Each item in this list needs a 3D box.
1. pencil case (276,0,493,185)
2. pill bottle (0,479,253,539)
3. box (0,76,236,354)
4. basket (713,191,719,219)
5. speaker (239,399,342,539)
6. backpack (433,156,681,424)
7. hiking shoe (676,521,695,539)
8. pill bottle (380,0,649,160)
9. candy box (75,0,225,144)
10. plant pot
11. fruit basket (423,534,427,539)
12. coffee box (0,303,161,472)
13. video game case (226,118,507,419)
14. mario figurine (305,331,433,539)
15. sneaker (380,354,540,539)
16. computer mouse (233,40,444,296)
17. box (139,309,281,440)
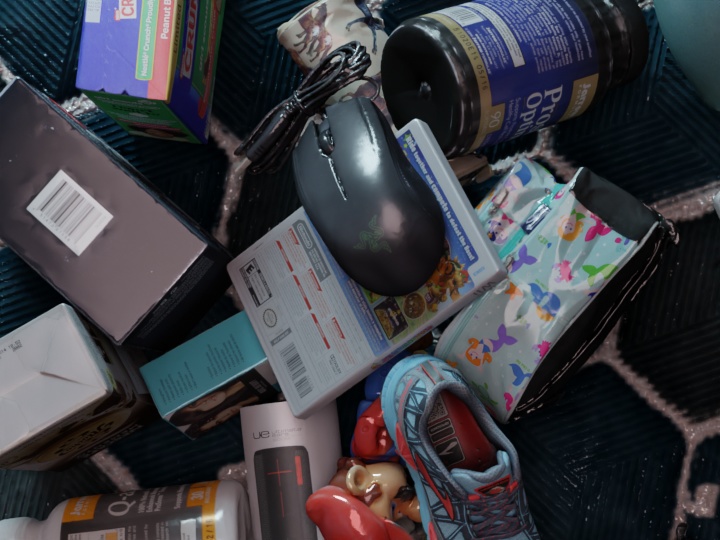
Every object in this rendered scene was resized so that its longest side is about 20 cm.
[{"bbox_3d":[0.022,-0.139,1.352,0.089,0.078,0.200,-33,82,-26],"label":"pencil case"},{"bbox_3d":[-0.186,0.234,1.317,0.200,0.116,0.117,-7,84,4],"label":"pill bottle"},{"bbox_3d":[-0.209,-0.038,1.311,0.200,0.182,0.104,41,89,7],"label":"box"},{"bbox_3d":[0.383,-0.010,1.285,0.135,0.123,0.200,-28,82,1],"label":"basket"},{"bbox_3d":[-0.048,0.201,1.327,0.081,0.081,0.200,-6,84,4],"label":"speaker"},{"bbox_3d":[0.134,0.016,1.279,0.150,0.178,0.200,32,95,10],"label":"backpack"},{"bbox_3d":[0.287,0.300,1.289,0.087,0.074,0.200,-40,83,1],"label":"hiking shoe"},{"bbox_3d":[0.125,-0.163,1.295,0.200,0.112,0.112,-20,82,-29],"label":"pill bottle"},{"bbox_3d":[-0.160,-0.201,1.312,0.077,0.200,0.169,6,86,6],"label":"candy box"},{"bbox_3d":[0.319,-0.195,1.291,0.200,0.200,0.135,2,119,5],"label":"plant pot"},{"bbox_3d":[0.098,0.270,1.283,0.215,0.156,0.216,0,102,2],"label":"fruit basket"},{"bbox_3d":[-0.233,0.097,1.292,0.113,0.200,0.080,-30,80,3],"label":"coffee box"},{"bbox_3d":[0.000,0.000,1.248,0.200,0.018,0.143,-37,63,21],"label":"video game case"},{"bbox_3d":[0.032,0.144,1.289,0.106,0.123,0.200,-11,54,38],"label":"mario figurine"},{"bbox_3d":[0.079,0.158,1.197,0.079,0.096,0.200,-31,99,-13],"label":"sneaker"},{"bbox_3d":[-0.014,-0.067,1.227,0.138,0.053,0.200,-42,62,17],"label":"computer mouse"},{"bbox_3d":[-0.071,0.061,1.335,0.200,0.082,0.049,-29,68,2],"label":"box"}]
